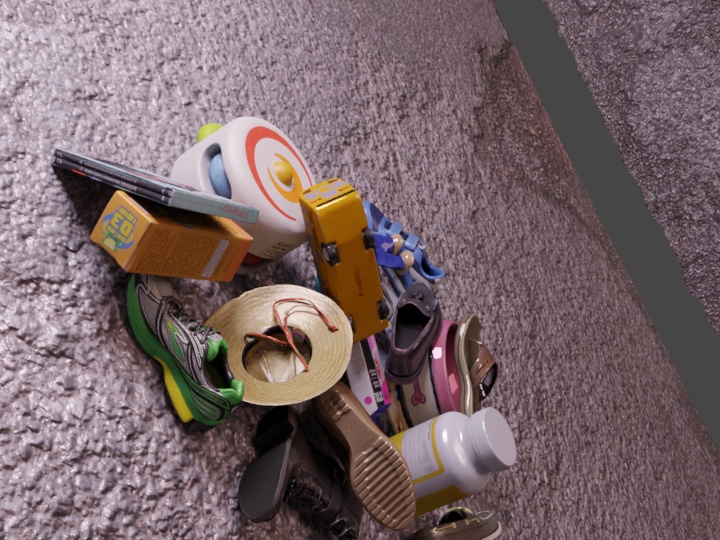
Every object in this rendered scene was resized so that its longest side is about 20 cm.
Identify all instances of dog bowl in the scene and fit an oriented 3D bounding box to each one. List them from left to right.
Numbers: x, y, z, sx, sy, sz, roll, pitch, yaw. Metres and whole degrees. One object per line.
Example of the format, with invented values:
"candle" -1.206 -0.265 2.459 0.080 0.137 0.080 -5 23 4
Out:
"dog bowl" 0.123 0.165 1.550 0.200 0.073 0.202 -11 90 -68

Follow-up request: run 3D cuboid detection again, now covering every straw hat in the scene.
"straw hat" -0.102 0.116 1.242 0.202 0.199 0.086 -85 -179 -47

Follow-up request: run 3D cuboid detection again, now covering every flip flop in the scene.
"flip flop" 0.179 0.162 1.512 0.081 0.057 0.202 45 39 -55

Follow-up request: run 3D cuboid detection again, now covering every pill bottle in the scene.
"pill bottle" 0.105 0.258 1.353 0.112 0.199 0.113 40 35 -36

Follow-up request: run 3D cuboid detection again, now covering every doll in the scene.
"doll" -0.009 -0.045 1.567 0.199 0.049 0.137 13 36 -44

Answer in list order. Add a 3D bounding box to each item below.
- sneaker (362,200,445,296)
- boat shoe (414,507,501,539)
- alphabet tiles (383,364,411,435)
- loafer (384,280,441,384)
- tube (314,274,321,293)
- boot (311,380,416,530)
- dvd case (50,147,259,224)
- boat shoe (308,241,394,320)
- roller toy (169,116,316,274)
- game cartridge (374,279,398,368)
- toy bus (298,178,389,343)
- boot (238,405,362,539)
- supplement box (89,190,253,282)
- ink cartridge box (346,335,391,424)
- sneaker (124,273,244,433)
"sneaker" 0.066 -0.041 1.689 0.201 0.082 0.074 53 30 -13
"boat shoe" 0.143 0.375 1.452 0.201 0.072 0.061 -8 77 -57
"alphabet tiles" 0.075 0.186 1.526 0.200 0.006 0.168 -63 138 -58
"loafer" 0.079 0.077 1.468 0.201 0.071 0.063 -71 164 -48
"tube" -0.042 0.040 1.471 0.078 0.050 0.201 53 23 -25
"boot" 0.005 0.227 1.261 0.201 0.072 0.166 59 -5 8
"dvd case" -0.231 -0.095 1.137 0.146 0.199 0.022 11 99 -56
"boat shoe" 0.000 0.000 1.439 0.057 0.068 0.200 -53 132 -16
"roller toy" -0.143 -0.098 1.315 0.200 0.139 0.183 52 29 -20
"game cartridge" 0.025 0.092 1.548 0.133 0.041 0.201 48 30 -17
"toy bus" -0.020 -0.009 1.285 0.078 0.065 0.202 38 -33 53
"boot" -0.057 0.267 1.202 0.174 0.069 0.201 51 24 -20
"supplement box" -0.208 -0.035 1.138 0.066 0.069 0.200 38 14 23
"ink cartridge box" 0.005 0.137 1.383 0.095 0.037 0.202 13 64 -76
"sneaker" -0.192 0.075 1.130 0.201 0.085 0.078 59 27 3
